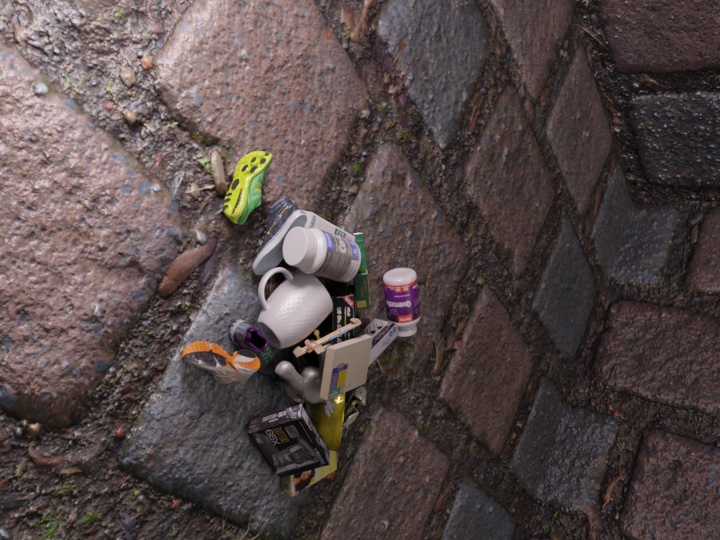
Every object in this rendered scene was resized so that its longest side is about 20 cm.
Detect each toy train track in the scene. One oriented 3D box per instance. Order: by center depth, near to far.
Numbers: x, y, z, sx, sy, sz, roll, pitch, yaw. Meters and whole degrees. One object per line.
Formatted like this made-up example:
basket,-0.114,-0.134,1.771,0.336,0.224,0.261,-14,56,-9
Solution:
toy train track,-0.088,0.164,1.625,0.195,0.114,0.034,-25,107,-20

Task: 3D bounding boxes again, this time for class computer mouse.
computer mouse,-0.136,0.220,1.785,0.058,0.033,0.208,-19,110,-45

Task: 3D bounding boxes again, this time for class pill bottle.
pill bottle,-0.099,-0.042,1.609,0.197,0.111,0.118,15,86,-48
pill bottle,0.136,0.103,2.025,0.111,0.110,0.207,-26,115,-43

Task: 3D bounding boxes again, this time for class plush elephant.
plush elephant,-0.137,0.284,1.694,0.162,0.154,0.205,-30,109,-15

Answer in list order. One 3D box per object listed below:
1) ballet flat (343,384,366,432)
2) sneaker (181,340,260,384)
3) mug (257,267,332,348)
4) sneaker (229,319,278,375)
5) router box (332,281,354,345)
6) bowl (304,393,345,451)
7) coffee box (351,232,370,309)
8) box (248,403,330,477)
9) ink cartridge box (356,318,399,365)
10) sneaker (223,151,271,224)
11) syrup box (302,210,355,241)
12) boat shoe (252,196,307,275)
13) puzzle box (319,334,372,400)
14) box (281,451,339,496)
ballet flat,-0.021,0.416,1.930,0.202,0.073,0.075,-55,133,-28
sneaker,-0.345,0.237,1.517,0.195,0.077,0.093,19,122,-32
mug,-0.190,0.088,1.621,0.175,0.145,0.204,-44,118,-29
sneaker,-0.255,0.210,1.602,0.075,0.086,0.202,-56,133,-25
router box,-0.046,0.127,1.770,0.200,0.060,0.156,-87,177,-79
bowl,-0.107,0.403,1.779,0.104,0.200,0.208,6,93,-7
coffee box,0.000,0.000,1.796,0.203,0.042,0.126,-94,179,-55
box,-0.187,0.459,1.679,0.050,0.153,0.204,-91,160,-55
ink cartridge box,0.025,0.229,1.931,0.199,0.092,0.045,-42,126,-37
sneaker,-0.275,-0.205,1.534,0.084,0.072,0.205,71,39,-63
syrup box,-0.107,-0.092,1.728,0.198,0.080,0.081,27,80,-47
boat shoe,-0.223,-0.089,1.609,0.202,0.091,0.071,-50,149,5
puzzle box,-0.035,0.250,1.649,0.198,0.025,0.138,-7,109,-59
box,-0.144,0.575,1.827,0.197,0.049,0.078,-18,110,-47
